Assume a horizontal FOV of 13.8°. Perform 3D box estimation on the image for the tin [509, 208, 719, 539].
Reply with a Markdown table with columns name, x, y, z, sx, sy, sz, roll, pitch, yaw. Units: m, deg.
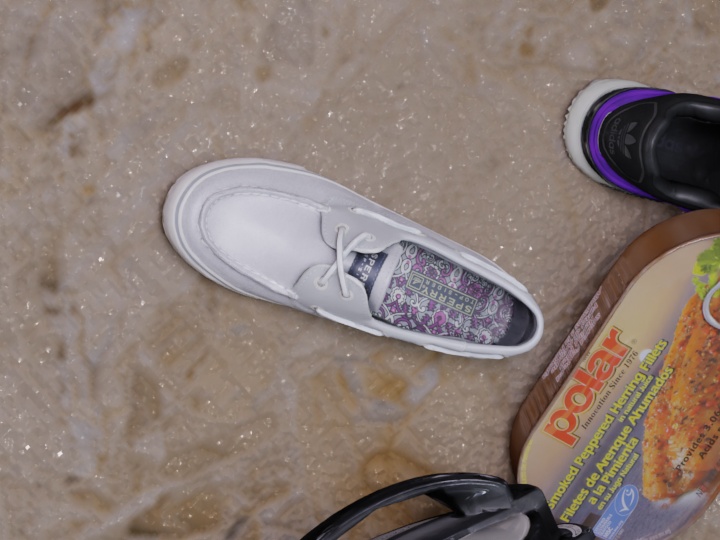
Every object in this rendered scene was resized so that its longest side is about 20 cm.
| name | x | y | z | sx | sy | sz | roll | pitch | yaw |
| --- | --- | --- | --- | --- | --- | --- | --- | --- | --- |
| tin | 0.153 | 0.057 | 1.509 | 0.112 | 0.042 | 0.200 | 22 | 114 | -26 |

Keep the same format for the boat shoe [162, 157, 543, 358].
| name | x | y | z | sx | sy | sz | roll | pitch | yaw |
| --- | --- | --- | --- | --- | --- | --- | --- | --- | --- |
| boat shoe | 0.000 | 0.000 | 1.467 | 0.200 | 0.069 | 0.072 | 27 | 86 | -21 |

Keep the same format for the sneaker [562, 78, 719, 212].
| name | x | y | z | sx | sy | sz | roll | pitch | yaw |
| --- | --- | --- | --- | --- | --- | --- | --- | --- | --- |
| sneaker | 0.211 | -0.049 | 1.524 | 0.200 | 0.100 | 0.070 | 9 | 95 | -21 |

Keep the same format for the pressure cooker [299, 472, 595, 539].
| name | x | y | z | sx | sy | sz | roll | pitch | yaw |
| --- | --- | --- | --- | --- | --- | --- | --- | --- | --- |
| pressure cooker | 0.039 | 0.201 | 1.442 | 0.178 | 0.176 | 0.200 | -19 | 102 | 24 |
